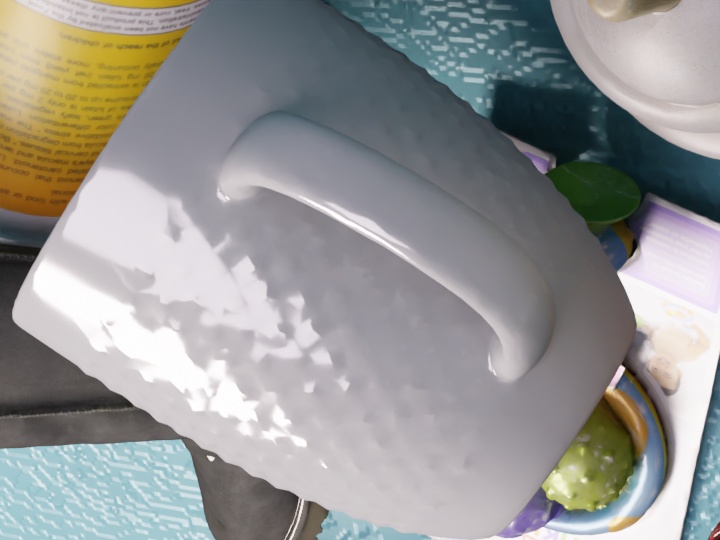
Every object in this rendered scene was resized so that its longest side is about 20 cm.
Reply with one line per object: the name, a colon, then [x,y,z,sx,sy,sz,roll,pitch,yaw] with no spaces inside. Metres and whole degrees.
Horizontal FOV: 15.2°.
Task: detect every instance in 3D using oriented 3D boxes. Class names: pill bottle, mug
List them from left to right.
pill bottle: [-0.116,-0.082,0.995,0.111,0.111,0.200,36,131,11]
mug: [0.000,0.000,0.881,0.175,0.148,0.200,34,167,-1]

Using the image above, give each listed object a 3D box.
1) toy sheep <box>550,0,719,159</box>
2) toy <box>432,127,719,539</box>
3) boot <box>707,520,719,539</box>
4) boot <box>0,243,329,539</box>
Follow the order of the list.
toy sheep: [0.122,-0.092,0.784,0.138,0.200,0.138,4,97,32]
toy: [0.067,0.052,1.005,0.115,0.047,0.200,24,127,22]
boot: [0.160,0.029,0.859,0.072,0.144,0.201,18,123,38]
boot: [-0.106,0.055,1.023,0.073,0.200,0.182,52,142,44]
